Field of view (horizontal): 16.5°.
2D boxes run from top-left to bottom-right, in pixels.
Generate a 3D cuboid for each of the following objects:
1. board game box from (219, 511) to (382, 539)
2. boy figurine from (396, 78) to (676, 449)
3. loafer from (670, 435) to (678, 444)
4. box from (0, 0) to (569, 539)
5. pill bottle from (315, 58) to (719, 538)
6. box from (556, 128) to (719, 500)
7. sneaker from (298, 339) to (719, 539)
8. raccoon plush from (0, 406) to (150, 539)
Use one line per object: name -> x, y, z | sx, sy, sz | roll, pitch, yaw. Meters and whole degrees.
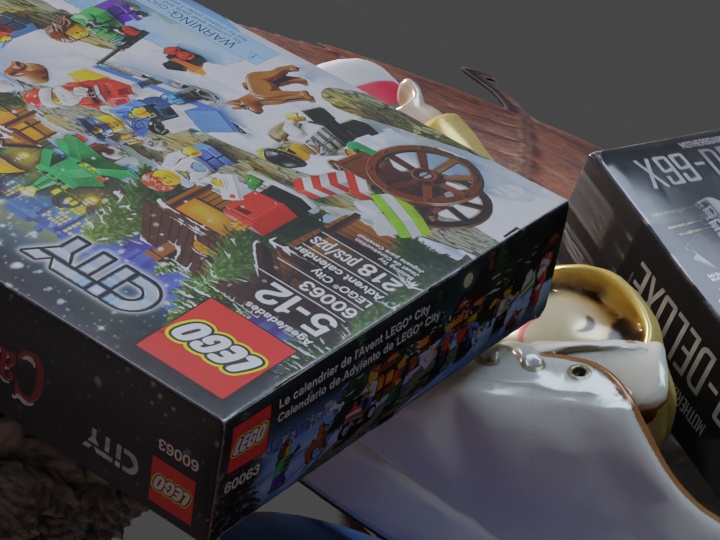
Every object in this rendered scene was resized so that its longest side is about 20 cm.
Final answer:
board game box -> 0.043, 0.130, 0.636 | 0.200, 0.039, 0.158 | 32, 8, 18
boy figurine -> 0.000, 0.000, 0.728 | 0.200, 0.124, 0.065 | 33, -28, 18
loafer -> 0.060, 0.030, 1.094 | 0.199, 0.072, 0.063 | 21, 3, 5
box -> -0.067, -0.022, 0.630 | 0.200, 0.038, 0.136 | 29, 38, 26
pill bottle -> 0.031, 0.034, 0.807 | 0.200, 0.111, 0.111 | 46, 18, 19
box -> 0.181, 0.017, 0.762 | 0.199, 0.050, 0.158 | -12, 49, -29
sneaker -> 0.030, 0.038, 0.660 | 0.200, 0.085, 0.073 | 33, -2, 2
raccoon plush -> -0.070, 0.047, 0.676 | 0.134, 0.097, 0.200 | 40, 18, 35
